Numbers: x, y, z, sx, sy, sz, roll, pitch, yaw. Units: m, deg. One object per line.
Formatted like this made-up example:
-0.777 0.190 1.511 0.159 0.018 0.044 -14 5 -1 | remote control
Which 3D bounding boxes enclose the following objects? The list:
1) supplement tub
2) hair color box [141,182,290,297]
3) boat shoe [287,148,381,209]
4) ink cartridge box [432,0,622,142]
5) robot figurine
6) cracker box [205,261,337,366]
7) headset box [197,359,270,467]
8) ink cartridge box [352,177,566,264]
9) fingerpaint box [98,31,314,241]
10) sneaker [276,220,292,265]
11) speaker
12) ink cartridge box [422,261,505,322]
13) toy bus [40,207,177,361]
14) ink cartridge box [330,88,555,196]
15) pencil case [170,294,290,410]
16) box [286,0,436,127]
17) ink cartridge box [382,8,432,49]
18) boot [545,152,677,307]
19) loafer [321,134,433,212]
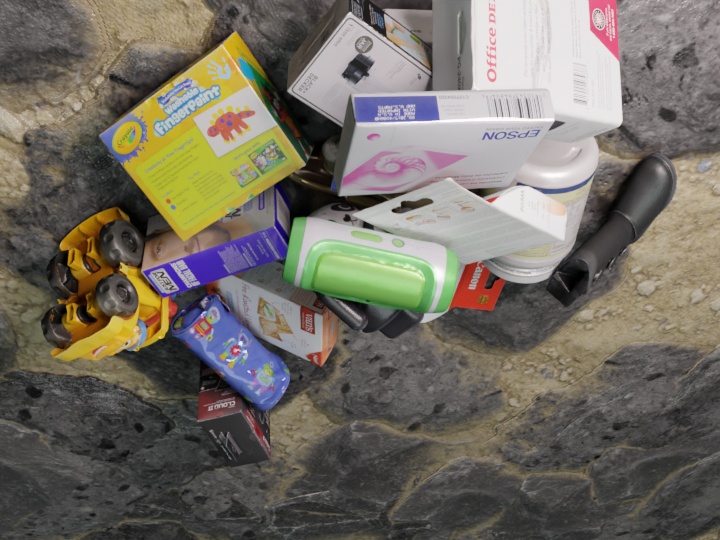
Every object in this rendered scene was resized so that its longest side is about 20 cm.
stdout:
0.231 -0.096 1.042 0.143 0.146 0.202 -3 136 -4 | supplement tub
-0.196 -0.048 1.062 0.197 0.110 0.065 -19 135 11 | hair color box
-0.040 -0.136 1.032 0.198 0.072 0.068 20 98 -15 | boat shoe
0.175 -0.227 0.816 0.197 0.148 0.083 4 172 -28 | ink cartridge box
0.001 0.000 1.021 0.200 0.150 0.125 41 91 -16 | robot figurine
-0.130 0.048 1.131 0.198 0.058 0.135 22 144 14 | cracker box
-0.203 0.209 1.258 0.076 0.202 0.150 -13 137 6 | headset box
0.114 -0.068 0.892 0.198 0.051 0.161 23 156 -35 | ink cartridge box
-0.185 -0.160 0.942 0.198 0.074 0.168 -29 111 21 | fingerpaint box
-0.051 -0.002 1.146 0.110 0.077 0.201 -13 131 25 | sneaker
0.011 -0.005 0.907 0.197 0.089 0.089 12 134 -6 | speaker
0.141 0.018 1.218 0.197 0.048 0.161 5 134 -10 | ink cartridge box
-0.330 0.047 1.085 0.134 0.202 0.192 -24 142 20 | toy bus
0.074 -0.116 0.797 0.193 0.044 0.200 -4 159 -9 | ink cartridge box
-0.186 0.117 1.136 0.200 0.087 0.078 48 158 -27 | pencil case
0.030 -0.201 0.850 0.198 0.061 0.117 27 128 -27 | box
0.091 -0.210 0.951 0.143 0.085 0.202 -1 136 -7 | ink cartridge box
0.351 -0.057 1.078 0.199 0.065 0.166 -33 147 -31 | boot
0.037 -0.104 0.938 0.198 0.076 0.070 17 128 -24 | loafer
